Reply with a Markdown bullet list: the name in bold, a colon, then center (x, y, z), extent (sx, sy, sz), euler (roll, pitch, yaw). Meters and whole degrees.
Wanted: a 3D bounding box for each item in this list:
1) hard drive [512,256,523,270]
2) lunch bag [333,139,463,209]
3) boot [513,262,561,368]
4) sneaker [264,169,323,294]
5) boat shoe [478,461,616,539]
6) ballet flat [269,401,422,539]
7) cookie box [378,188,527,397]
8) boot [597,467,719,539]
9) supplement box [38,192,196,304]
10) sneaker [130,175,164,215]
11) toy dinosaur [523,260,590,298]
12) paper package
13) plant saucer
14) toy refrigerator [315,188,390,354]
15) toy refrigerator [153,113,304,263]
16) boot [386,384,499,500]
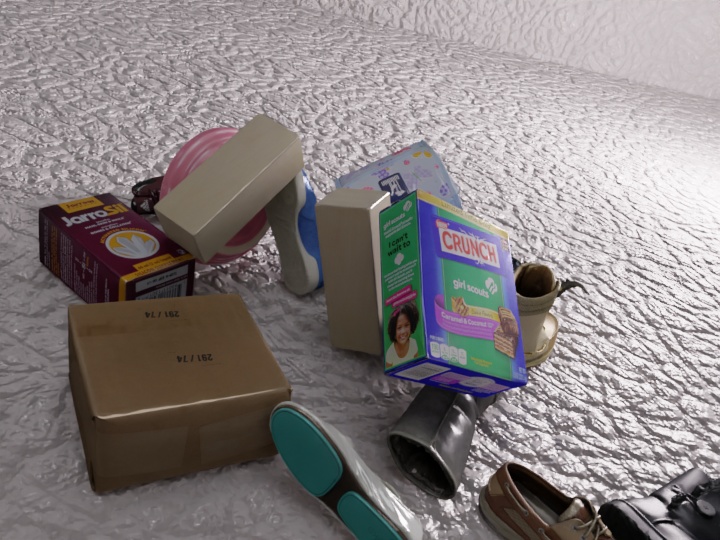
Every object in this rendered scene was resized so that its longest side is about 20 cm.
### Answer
- **hard drive**: center (0.136, -0.009, 1.107), extent (0.139, 0.033, 0.200), euler (-42, 55, -14)
- **lunch bag**: center (0.056, -0.108, 1.073), extent (0.169, 0.128, 0.200), euler (-23, 24, 4)
- **boot**: center (0.240, 0.058, 0.989), extent (0.073, 0.156, 0.199), euler (34, 36, 30)
- **sneaker**: center (-0.073, -0.074, 1.054), extent (0.076, 0.202, 0.111), euler (-6, 8, 39)
- **boat shoe**: center (0.213, 0.269, 0.720), extent (0.199, 0.072, 0.076), euler (29, 34, 23)
- **ballet flat**: center (-0.013, 0.209, 0.712), extent (0.200, 0.070, 0.069), euler (46, 39, 12)
- **cookie box**: center (0.106, 0.030, 0.824), extent (0.170, 0.075, 0.201), euler (19, 58, -37)
- **boot**: center (0.371, 0.296, 0.738), extent (0.167, 0.077, 0.200), euler (-8, 31, -26)
- **supplement box**: center (-0.325, -0.015, 0.940), extent (0.199, 0.086, 0.110), euler (33, 36, 28)
- **sneaker**: center (-0.293, -0.096, 1.110), extent (0.115, 0.076, 0.200), euler (-15, 31, -32)
- **toy dinosaur**: center (0.261, 0.032, 1.112), extent (0.102, 0.078, 0.199), euler (-18, 31, -35)
- **paper package**: center (-0.199, 0.119, 0.762), extent (0.199, 0.104, 0.191), euler (-5, 36, -28)
- **plant saucer**: center (-0.190, -0.101, 1.019), extent (0.051, 0.202, 0.200), euler (20, 28, 40)
- **toy refrigerator**: center (0.000, 0.000, 0.916), extent (0.075, 0.201, 0.070), euler (7, 28, 26)
- **toy refrigerator**: center (-0.167, -0.109, 0.932), extent (0.076, 0.070, 0.200), euler (32, 65, 20)
- **boot**: center (0.077, 0.148, 0.844), extent (0.182, 0.073, 0.200), euler (41, 42, 9)
